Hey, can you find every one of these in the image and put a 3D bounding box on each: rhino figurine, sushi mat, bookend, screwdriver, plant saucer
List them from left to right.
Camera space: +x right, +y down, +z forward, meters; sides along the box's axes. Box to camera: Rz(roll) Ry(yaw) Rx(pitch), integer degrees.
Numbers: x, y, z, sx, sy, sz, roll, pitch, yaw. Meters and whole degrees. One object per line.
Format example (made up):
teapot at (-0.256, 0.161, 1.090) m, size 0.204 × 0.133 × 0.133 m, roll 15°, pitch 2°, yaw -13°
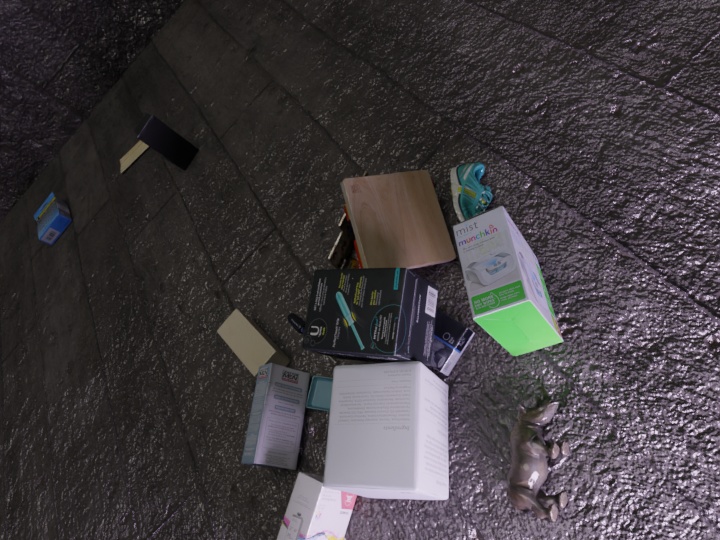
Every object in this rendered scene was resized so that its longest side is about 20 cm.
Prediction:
sushi mat at (-0.893, -0.477, 2.138) m, size 0.200 × 0.012 × 0.096 m, roll -38°, pitch 50°, yaw 14°
bookend at (-0.703, -0.461, 1.863) m, size 0.198 × 0.200 × 0.092 m, roll 31°, pitch 86°, yaw 41°
screwdriver at (-0.113, 0.156, 1.210) m, size 0.029 × 0.028 × 0.200 m, roll -29°, pitch 42°, yaw -17°
plant saucer at (-0.026, 0.261, 1.100) m, size 0.199 × 0.019 × 0.070 m, roll -1°, pitch 66°, yaw 35°
rhino figurine at (0.274, 0.279, 0.839) m, size 0.087 × 0.060 × 0.201 m, roll -13°, pitch 56°, yaw 44°

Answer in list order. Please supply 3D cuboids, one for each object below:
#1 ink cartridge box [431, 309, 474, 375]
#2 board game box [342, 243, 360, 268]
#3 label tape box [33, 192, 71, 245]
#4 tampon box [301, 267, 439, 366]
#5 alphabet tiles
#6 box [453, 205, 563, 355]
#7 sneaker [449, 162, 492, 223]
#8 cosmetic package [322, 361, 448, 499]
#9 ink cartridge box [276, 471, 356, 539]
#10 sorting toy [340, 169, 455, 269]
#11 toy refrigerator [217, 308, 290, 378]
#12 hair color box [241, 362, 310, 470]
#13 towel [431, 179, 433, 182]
ink cartridge box at (0.118, 0.113, 1.058) m, size 0.200 × 0.039 × 0.100 m, roll 30°, pitch 87°, yaw 43°
board game box at (0.000, 0.000, 1.190) m, size 0.105 × 0.023 × 0.201 m, roll 23°, pitch 89°, yaw 48°
label tape box at (-1.307, -0.223, 2.276) m, size 0.144 × 0.063 × 0.200 m, roll -48°, pitch 48°, yaw 6°
tampon box at (0.018, 0.083, 0.958) m, size 0.199 × 0.126 × 0.151 m, roll -1°, pitch 73°, yaw 36°
alphabet tiles at (-0.017, -0.100, 1.195) m, size 0.008 × 0.167 × 0.201 m, roll 23°, pitch 80°, yaw 14°
box at (0.246, 0.024, 0.901) m, size 0.096 × 0.200 × 0.177 m, roll -22°, pitch 54°, yaw 25°
sneaker at (0.229, -0.142, 1.090) m, size 0.079 × 0.078 × 0.201 m, roll -14°, pitch 59°, yaw 20°
cosmetic package at (0.051, 0.278, 0.920) m, size 0.165 × 0.167 × 0.201 m, roll -8°, pitch 61°, yaw 24°
ink cartridge box at (-0.087, 0.478, 0.963) m, size 0.067 × 0.116 × 0.201 m, roll 8°, pitch 72°, yaw 38°
sorting toy at (0.069, -0.092, 1.101) m, size 0.070 × 0.198 × 0.201 m, roll 137°, pitch 120°, yaw -63°
toy refrigerator at (-0.256, 0.181, 1.281) m, size 0.076 × 0.070 × 0.200 m, roll -50°, pitch 48°, yaw -6°
hair color box at (-0.175, 0.306, 1.124) m, size 0.060 × 0.099 × 0.201 m, roll -22°, pitch 53°, yaw 49°
towel at (0.087, -0.113, 1.212) m, size 0.144 × 0.022 × 0.201 m, roll 0°, pitch 69°, yaw 34°
